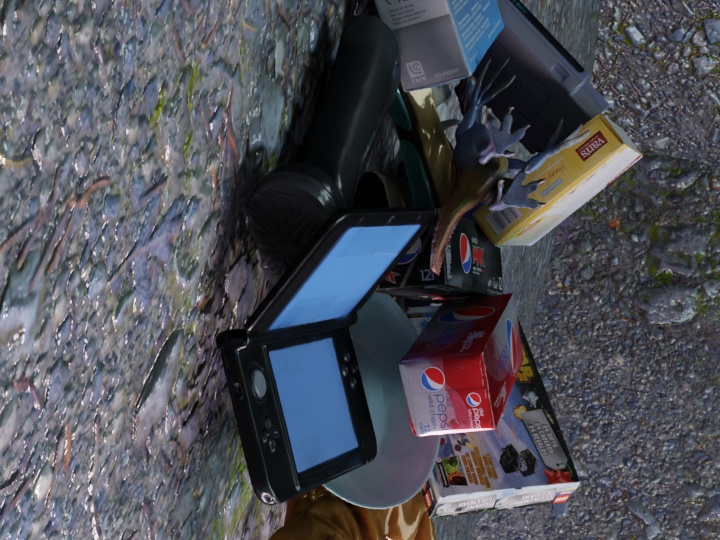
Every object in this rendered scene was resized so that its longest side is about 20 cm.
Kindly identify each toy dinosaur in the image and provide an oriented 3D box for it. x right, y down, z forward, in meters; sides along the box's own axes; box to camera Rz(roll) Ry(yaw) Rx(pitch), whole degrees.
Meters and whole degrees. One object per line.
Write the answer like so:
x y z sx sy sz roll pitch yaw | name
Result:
0.088 -0.103 1.204 0.106 0.199 0.181 59 -10 -16 | toy dinosaur

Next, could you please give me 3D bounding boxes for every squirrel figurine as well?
-0.031 0.206 1.283 0.186 0.140 0.203 -15 103 -66 | squirrel figurine

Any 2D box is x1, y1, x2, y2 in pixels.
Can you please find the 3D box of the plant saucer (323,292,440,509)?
-0.015 0.096 1.195 0.200 0.038 0.203 24 55 -39 | plant saucer

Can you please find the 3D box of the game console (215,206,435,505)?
-0.006 0.055 1.053 0.200 0.115 0.178 -6 82 -67 | game console

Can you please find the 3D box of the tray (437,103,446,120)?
0.075 -0.106 1.651 0.201 0.022 0.108 88 17 -50 | tray

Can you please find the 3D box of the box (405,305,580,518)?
0.101 0.120 1.334 0.040 0.135 0.201 110 -30 -48 | box

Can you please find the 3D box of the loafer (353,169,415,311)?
0.000 0.000 1.310 0.070 0.074 0.202 44 48 -59 | loafer

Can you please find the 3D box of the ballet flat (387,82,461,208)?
0.056 -0.132 1.300 0.063 0.069 0.201 -29 124 -13 | ballet flat

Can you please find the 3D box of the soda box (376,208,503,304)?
0.066 -0.009 1.276 0.200 0.070 0.064 14 72 -70 | soda box

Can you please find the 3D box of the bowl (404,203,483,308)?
0.068 0.003 1.479 0.201 0.039 0.201 -49 179 -1 | bowl

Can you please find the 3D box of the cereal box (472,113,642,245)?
0.184 -0.079 1.355 0.143 0.040 0.200 -39 172 12 | cereal box

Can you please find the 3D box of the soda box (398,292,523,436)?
0.088 0.074 1.216 0.200 0.069 0.064 -45 126 -72 | soda box

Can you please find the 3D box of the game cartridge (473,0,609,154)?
0.133 -0.193 1.352 0.038 0.200 0.130 -41 176 -25 | game cartridge

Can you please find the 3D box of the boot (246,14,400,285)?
-0.016 -0.102 1.087 0.165 0.065 0.202 107 7 -66 | boot

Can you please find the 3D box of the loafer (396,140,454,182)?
0.054 -0.078 1.492 0.201 0.067 0.071 -51 131 -57 | loafer

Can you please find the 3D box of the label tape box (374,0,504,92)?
0.049 -0.265 1.210 0.202 0.065 0.143 69 24 -18 | label tape box
